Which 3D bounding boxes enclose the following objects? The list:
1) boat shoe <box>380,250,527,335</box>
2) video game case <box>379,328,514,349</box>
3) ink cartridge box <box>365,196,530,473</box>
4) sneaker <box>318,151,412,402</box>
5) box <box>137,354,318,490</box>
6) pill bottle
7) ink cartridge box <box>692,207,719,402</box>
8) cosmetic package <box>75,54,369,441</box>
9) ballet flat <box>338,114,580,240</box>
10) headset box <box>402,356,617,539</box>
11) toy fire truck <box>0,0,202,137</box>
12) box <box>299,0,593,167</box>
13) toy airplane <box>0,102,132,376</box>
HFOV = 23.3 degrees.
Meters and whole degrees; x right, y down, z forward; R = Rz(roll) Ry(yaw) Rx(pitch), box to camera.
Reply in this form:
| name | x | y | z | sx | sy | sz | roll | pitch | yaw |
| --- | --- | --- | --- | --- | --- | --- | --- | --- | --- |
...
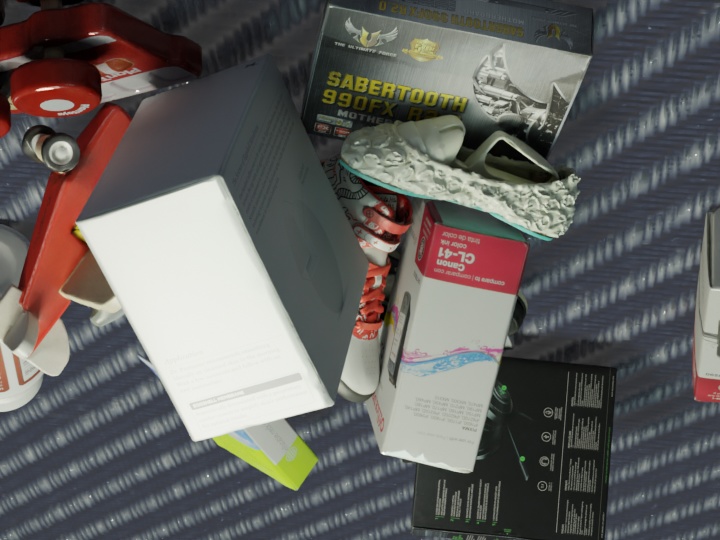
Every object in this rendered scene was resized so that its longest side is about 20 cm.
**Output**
| name | x | y | z | sx | sy | sz | roll | pitch | yaw |
| --- | --- | --- | --- | --- | --- | --- | --- | --- | --- |
| boat shoe | 0.052 | 0.025 | 1.558 | 0.199 | 0.063 | 0.074 | 17 | 134 | -7 |
| video game case | 0.035 | 0.038 | 1.651 | 0.198 | 0.018 | 0.144 | -4 | 146 | 17 |
| ink cartridge box | 0.070 | 0.045 | 1.450 | 0.085 | 0.148 | 0.202 | 13 | 103 | -8 |
| sneaker | -0.001 | -0.001 | 1.445 | 0.107 | 0.203 | 0.067 | -25 | 166 | 33 |
| box | -0.133 | 0.141 | 1.772 | 0.121 | 0.048 | 0.200 | 26 | 161 | 35 |
| pill bottle | -0.352 | 0.051 | 1.660 | 0.111 | 0.113 | 0.201 | 7 | 148 | 0 |
| ink cartridge box | 0.368 | 0.037 | 1.521 | 0.145 | 0.084 | 0.201 | 2 | 148 | 9 |
| cosmetic package | -0.096 | -0.020 | 1.304 | 0.122 | 0.200 | 0.201 | -15 | 117 | 18 |
| ballet flat | 0.081 | -0.084 | 1.332 | 0.198 | 0.072 | 0.072 | 17 | 147 | -20 |
| headset box | 0.140 | 0.176 | 1.684 | 0.198 | 0.176 | 0.093 | 5 | 168 | 3 |
| toy fire truck | -0.240 | -0.155 | 1.332 | 0.198 | 0.113 | 0.168 | -13 | 164 | 24 |
| box | 0.062 | -0.150 | 1.322 | 0.198 | 0.049 | 0.159 | 10 | 148 | -6 |
| toy airplane | -0.221 | -0.008 | 1.415 | 0.140 | 0.201 | 0.199 | 14 | 138 | -27 |
